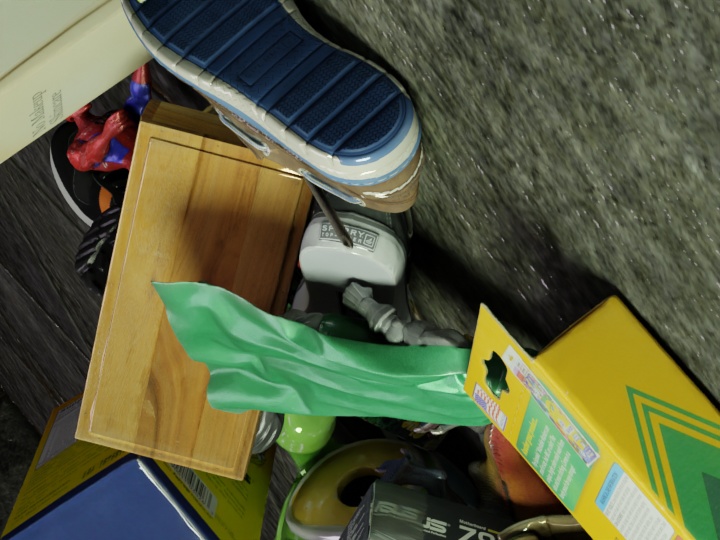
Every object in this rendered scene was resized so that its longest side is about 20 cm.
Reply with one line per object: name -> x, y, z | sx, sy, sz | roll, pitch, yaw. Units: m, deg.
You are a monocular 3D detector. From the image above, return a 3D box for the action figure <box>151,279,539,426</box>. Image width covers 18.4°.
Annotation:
action figure -> 0.004, 0.044, 1.122 | 0.200, 0.055, 0.118 | 8, 150, 30

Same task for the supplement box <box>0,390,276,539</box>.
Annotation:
supplement box -> -0.132, 0.139, 1.374 | 0.110, 0.109, 0.200 | 52, -165, -16

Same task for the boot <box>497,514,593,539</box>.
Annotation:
boot -> 0.089, 0.200, 1.118 | 0.155, 0.200, 0.072 | 55, -153, -31

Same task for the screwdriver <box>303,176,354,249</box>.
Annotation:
screwdriver -> -0.032, -0.053, 1.117 | 0.200, 0.028, 0.029 | -117, 24, -53

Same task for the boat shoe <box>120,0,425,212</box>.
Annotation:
boat shoe -> -0.046, -0.089, 1.076 | 0.200, 0.072, 0.072 | 44, 165, 34

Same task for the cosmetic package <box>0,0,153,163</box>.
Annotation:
cosmetic package -> -0.181, -0.120, 1.177 | 0.073, 0.200, 0.104 | 50, 167, 9

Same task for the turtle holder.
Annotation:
turtle holder -> 0.018, 0.158, 1.368 | 0.132, 0.141, 0.186 | 141, 123, -82

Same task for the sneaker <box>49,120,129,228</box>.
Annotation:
sneaker -> -0.138, -0.042, 1.545 | 0.200, 0.070, 0.090 | 50, 151, 11

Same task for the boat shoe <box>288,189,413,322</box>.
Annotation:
boat shoe -> 0.000, 0.000, 1.180 | 0.069, 0.057, 0.200 | 14, 160, 2

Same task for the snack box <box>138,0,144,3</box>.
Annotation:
snack box -> -0.158, -0.246, 1.070 | 0.200, 0.068, 0.169 | 40, 161, 39

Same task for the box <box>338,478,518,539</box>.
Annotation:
box -> 0.046, 0.210, 1.210 | 0.161, 0.049, 0.200 | 17, 133, -11

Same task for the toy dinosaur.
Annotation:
toy dinosaur -> 0.089, 0.151, 1.208 | 0.181, 0.105, 0.200 | 38, 160, -16

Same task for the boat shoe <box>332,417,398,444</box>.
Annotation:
boat shoe -> -0.010, 0.115, 1.489 | 0.072, 0.061, 0.201 | 38, 160, 48

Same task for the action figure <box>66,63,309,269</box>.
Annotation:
action figure -> -0.114, -0.076, 1.337 | 0.200, 0.065, 0.099 | 33, 140, 28

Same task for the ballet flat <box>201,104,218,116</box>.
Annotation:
ballet flat -> -0.094, -0.024, 1.263 | 0.069, 0.200, 0.063 | 26, -157, -8

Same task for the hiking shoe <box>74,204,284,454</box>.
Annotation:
hiking shoe -> -0.089, 0.035, 1.367 | 0.101, 0.076, 0.200 | 14, -149, -50

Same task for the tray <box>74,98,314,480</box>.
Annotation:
tray -> -0.089, 0.014, 1.219 | 0.037, 0.099, 0.200 | -76, 0, -63

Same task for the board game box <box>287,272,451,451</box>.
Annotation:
board game box -> -0.033, 0.031, 1.367 | 0.200, 0.023, 0.105 | 45, -170, 33

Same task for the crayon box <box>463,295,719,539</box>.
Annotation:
crayon box -> 0.131, 0.094, 0.985 | 0.200, 0.052, 0.126 | 49, 166, 15
